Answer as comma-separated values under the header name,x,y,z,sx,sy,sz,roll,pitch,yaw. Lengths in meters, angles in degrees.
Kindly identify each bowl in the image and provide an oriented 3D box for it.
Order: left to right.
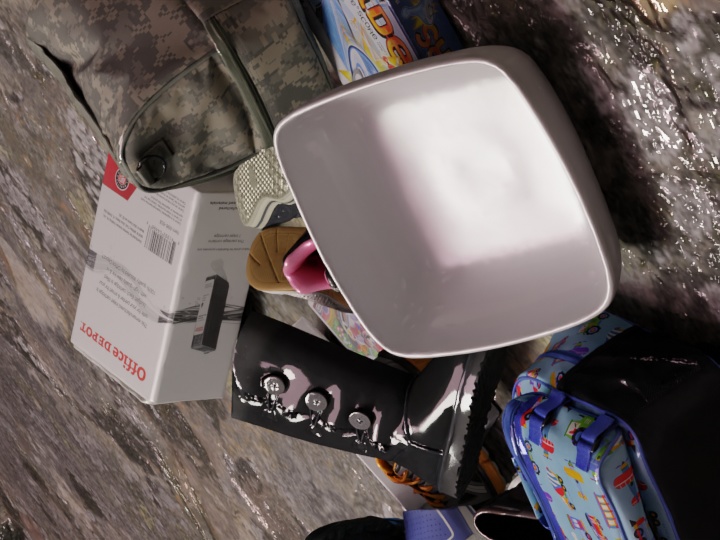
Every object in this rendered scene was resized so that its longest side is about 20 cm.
name,x,y,z,sx,sy,sz,roll,pitch,yaw
bowl,0.066,-0.050,1.422,0.199,0.075,0.200,-14,112,34

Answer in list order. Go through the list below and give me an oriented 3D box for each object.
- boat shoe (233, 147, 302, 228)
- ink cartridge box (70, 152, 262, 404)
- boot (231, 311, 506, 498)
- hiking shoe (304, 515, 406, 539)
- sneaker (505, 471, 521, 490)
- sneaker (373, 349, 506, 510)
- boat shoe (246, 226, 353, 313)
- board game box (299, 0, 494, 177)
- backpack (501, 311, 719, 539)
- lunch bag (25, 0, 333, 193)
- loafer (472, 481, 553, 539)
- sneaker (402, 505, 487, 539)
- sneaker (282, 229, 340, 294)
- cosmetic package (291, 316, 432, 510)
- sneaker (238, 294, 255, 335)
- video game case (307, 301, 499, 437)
name,x,y,z,sx,sy,sz,roll,pitch,yaw
boat shoe,-0.050,-0.081,1.713,0.200,0.062,0.075,136,123,-70
ink cartridge box,-0.170,-0.001,1.933,0.144,0.084,0.200,32,114,45
boot,0.002,0.071,1.676,0.200,0.066,0.165,22,118,17
hiking shoe,0.009,0.239,1.799,0.087,0.200,0.075,-5,80,38
sneaker,0.152,0.225,1.716,0.079,0.074,0.200,54,162,33
sneaker,0.053,0.151,1.780,0.200,0.077,0.078,59,157,-16
boat shoe,0.000,0.000,1.736,0.200,0.071,0.069,9,172,44
board game box,0.020,-0.154,1.496,0.200,0.034,0.135,59,159,-13
backpack,0.170,0.120,1.457,0.200,0.134,0.183,26,144,56
lunch bag,-0.137,-0.161,1.583,0.200,0.168,0.139,52,170,40
loafer,0.160,0.203,1.562,0.200,0.063,0.072,21,117,51
sneaker,0.056,0.285,1.712,0.081,0.115,0.200,-22,79,53
sneaker,0.021,-0.011,1.597,0.200,0.095,0.079,-2,120,47
cosmetic package,0.005,0.133,1.915,0.200,0.051,0.083,47,176,19
sneaker,-0.142,0.050,2.107,0.071,0.098,0.200,42,-178,-2
video game case,0.033,0.071,1.832,0.200,0.018,0.143,49,158,12
